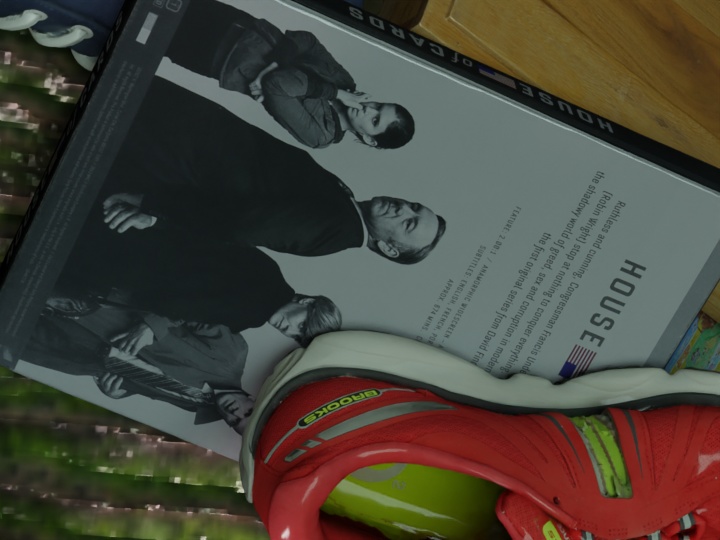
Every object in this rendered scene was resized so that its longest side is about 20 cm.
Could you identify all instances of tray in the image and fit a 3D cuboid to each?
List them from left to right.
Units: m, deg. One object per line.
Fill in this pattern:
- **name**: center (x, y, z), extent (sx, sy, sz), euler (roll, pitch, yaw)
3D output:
- **tray**: center (0.101, -0.056, 0.800), extent (0.199, 0.037, 0.099), euler (35, 58, -22)

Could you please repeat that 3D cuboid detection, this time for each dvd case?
- **dvd case**: center (0.000, 0.000, 0.755), extent (0.199, 0.025, 0.151), euler (23, 115, -14)

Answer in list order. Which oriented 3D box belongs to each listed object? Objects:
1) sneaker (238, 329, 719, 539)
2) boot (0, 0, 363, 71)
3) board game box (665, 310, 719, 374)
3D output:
- **sneaker**: center (0.062, 0.077, 0.737), extent (0.198, 0.085, 0.078), euler (6, 119, -5)
- **boot**: center (-0.096, -0.091, 0.738), extent (0.198, 0.073, 0.091), euler (-14, 125, -3)
- **board game box**: center (0.073, 0.088, 0.848), extent (0.134, 0.034, 0.202), euler (17, 96, -21)
